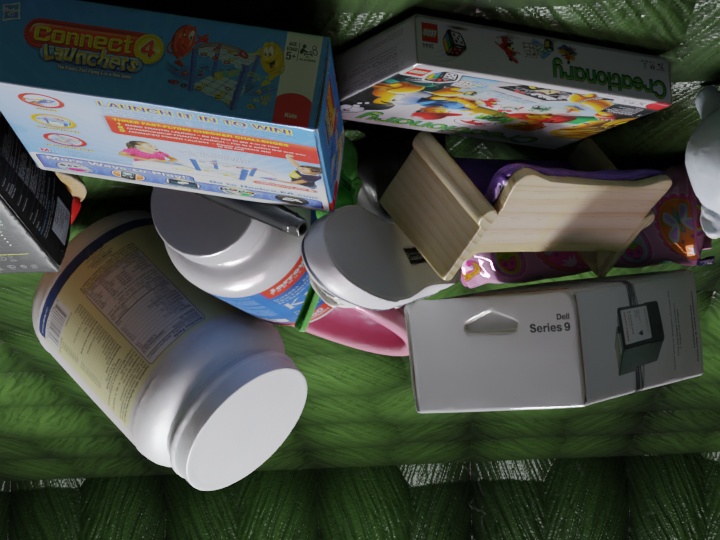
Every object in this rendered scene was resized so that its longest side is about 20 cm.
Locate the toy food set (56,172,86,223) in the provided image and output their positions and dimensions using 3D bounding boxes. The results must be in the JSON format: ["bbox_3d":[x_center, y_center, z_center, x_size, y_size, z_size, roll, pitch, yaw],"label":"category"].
[{"bbox_3d":[-0.301,-0.052,1.576,0.198,0.049,0.198,-3,168,4],"label":"toy food set"}]

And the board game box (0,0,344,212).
[{"bbox_3d":[-0.112,-0.098,1.294,0.198,0.056,0.196,9,168,3],"label":"board game box"}]

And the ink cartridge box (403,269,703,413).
[{"bbox_3d":[0.144,0.052,1.574,0.145,0.085,0.199,-6,-179,34],"label":"ink cartridge box"}]

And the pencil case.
[{"bbox_3d":[0.170,-0.034,1.651,0.198,0.088,0.087,-6,167,9],"label":"pencil case"}]

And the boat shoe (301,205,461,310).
[{"bbox_3d":[0.000,0.000,1.459,0.069,0.071,0.200,-28,172,23],"label":"boat shoe"}]

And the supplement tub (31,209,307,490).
[{"bbox_3d":[-0.151,0.063,1.699,0.145,0.200,0.146,-34,150,-23],"label":"supplement tub"}]

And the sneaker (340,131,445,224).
[{"bbox_3d":[0.021,-0.056,1.589,0.090,0.077,0.200,3,159,6],"label":"sneaker"}]

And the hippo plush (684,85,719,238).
[{"bbox_3d":[0.285,-0.057,1.390,0.198,0.161,0.160,5,166,-30],"label":"hippo plush"}]

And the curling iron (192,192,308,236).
[{"bbox_3d":[-0.107,-0.062,1.432,0.199,0.026,0.049,22,174,38],"label":"curling iron"}]

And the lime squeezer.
[{"bbox_3d":[-0.028,-0.049,1.480,0.038,0.201,0.071,22,-133,35],"label":"lime squeezer"}]

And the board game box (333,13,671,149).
[{"bbox_3d":[0.083,-0.118,1.369,0.198,0.035,0.126,6,167,-31],"label":"board game box"}]

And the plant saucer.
[{"bbox_3d":[-0.037,0.011,1.786,0.199,0.051,0.201,20,168,4],"label":"plant saucer"}]

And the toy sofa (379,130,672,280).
[{"bbox_3d":[0.118,-0.056,1.483,0.199,0.083,0.098,-2,134,-48],"label":"toy sofa"}]

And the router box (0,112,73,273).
[{"bbox_3d":[-0.308,-0.057,1.408,0.198,0.063,0.150,-2,152,16],"label":"router box"}]

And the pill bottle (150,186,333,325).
[{"bbox_3d":[-0.079,-0.029,1.566,0.111,0.113,0.200,-6,168,17],"label":"pill bottle"}]
